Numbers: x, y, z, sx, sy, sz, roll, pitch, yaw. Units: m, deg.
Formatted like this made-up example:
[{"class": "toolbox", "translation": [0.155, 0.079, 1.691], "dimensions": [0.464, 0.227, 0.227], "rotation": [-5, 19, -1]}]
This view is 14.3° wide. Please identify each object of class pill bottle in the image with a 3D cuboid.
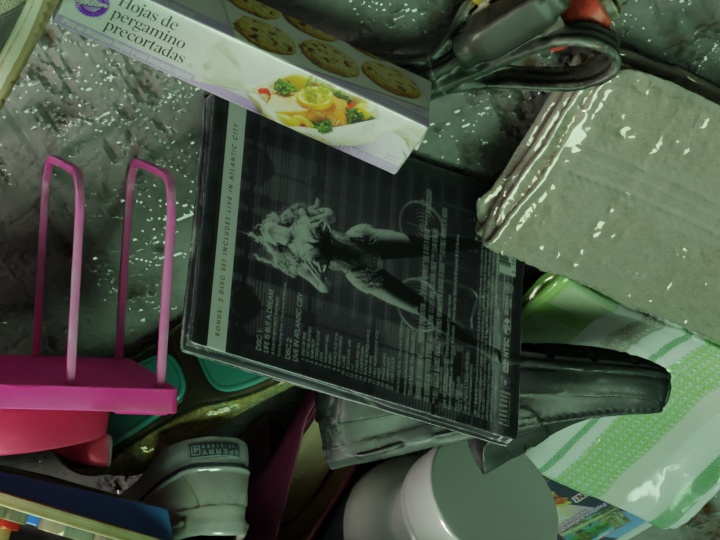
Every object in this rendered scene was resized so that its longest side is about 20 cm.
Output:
[{"class": "pill bottle", "translation": [0.024, 0.179, 1.695], "dimensions": [0.119, 0.120, 0.200], "rotation": [19, 139, -27]}]

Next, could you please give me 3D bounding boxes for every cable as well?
[{"class": "cable", "translation": [0.056, -0.116, 1.507], "dimensions": [0.199, 0.050, 0.097], "rotation": [-26, 124, 26]}]

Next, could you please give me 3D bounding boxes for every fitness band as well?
[{"class": "fitness band", "translation": [-0.215, 0.078, 1.551], "dimensions": [0.143, 0.200, 0.038], "rotation": [6, 90, -27]}]

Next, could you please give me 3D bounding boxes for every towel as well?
[{"class": "towel", "translation": [0.168, -0.040, 1.582], "dimensions": [0.199, 0.035, 0.133], "rotation": [22, 112, -30]}, {"class": "towel", "translation": [0.152, 0.078, 1.683], "dimensions": [0.199, 0.031, 0.149], "rotation": [23, 123, -29]}]

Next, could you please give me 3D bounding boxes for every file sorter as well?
[{"class": "file sorter", "translation": [-0.201, 0.001, 1.479], "dimensions": [0.199, 0.139, 0.126], "rotation": [2, 95, -15]}]

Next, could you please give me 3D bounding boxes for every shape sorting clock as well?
[{"class": "shape sorting clock", "translation": [-0.192, 0.127, 1.562], "dimensions": [0.199, 0.200, 0.039], "rotation": [15, 85, -24]}]

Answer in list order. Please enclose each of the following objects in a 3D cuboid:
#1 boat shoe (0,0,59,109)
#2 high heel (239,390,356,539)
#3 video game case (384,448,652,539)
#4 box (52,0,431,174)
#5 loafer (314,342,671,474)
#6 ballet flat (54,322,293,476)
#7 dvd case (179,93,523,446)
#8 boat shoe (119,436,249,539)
[{"class": "boat shoe", "translation": [-0.179, -0.134, 1.384], "dimensions": [0.065, 0.072, 0.201], "rotation": [27, 94, -10]}, {"class": "high heel", "translation": [-0.001, 0.089, 1.644], "dimensions": [0.067, 0.096, 0.200], "rotation": [18, 128, -31]}, {"class": "video game case", "translation": [0.137, 0.099, 1.736], "dimensions": [0.200, 0.023, 0.182], "rotation": [-33, 131, 18]}, {"class": "box", "translation": [-0.058, -0.110, 1.460], "dimensions": [0.199, 0.042, 0.039], "rotation": [24, 128, -16]}, {"class": "loafer", "translation": [0.074, 0.077, 1.599], "dimensions": [0.199, 0.068, 0.071], "rotation": [-2, 95, -6]}, {"class": "ballet flat", "translation": [-0.084, 0.059, 1.631], "dimensions": [0.199, 0.071, 0.071], "rotation": [-30, 132, 16]}, {"class": "dvd case", "translation": [0.000, 0.000, 1.531], "dimensions": [0.199, 0.149, 0.016], "rotation": [18, 151, -26]}, {"class": "boat shoe", "translation": [-0.105, 0.161, 1.671], "dimensions": [0.071, 0.070, 0.200], "rotation": [1, 157, -21]}]
